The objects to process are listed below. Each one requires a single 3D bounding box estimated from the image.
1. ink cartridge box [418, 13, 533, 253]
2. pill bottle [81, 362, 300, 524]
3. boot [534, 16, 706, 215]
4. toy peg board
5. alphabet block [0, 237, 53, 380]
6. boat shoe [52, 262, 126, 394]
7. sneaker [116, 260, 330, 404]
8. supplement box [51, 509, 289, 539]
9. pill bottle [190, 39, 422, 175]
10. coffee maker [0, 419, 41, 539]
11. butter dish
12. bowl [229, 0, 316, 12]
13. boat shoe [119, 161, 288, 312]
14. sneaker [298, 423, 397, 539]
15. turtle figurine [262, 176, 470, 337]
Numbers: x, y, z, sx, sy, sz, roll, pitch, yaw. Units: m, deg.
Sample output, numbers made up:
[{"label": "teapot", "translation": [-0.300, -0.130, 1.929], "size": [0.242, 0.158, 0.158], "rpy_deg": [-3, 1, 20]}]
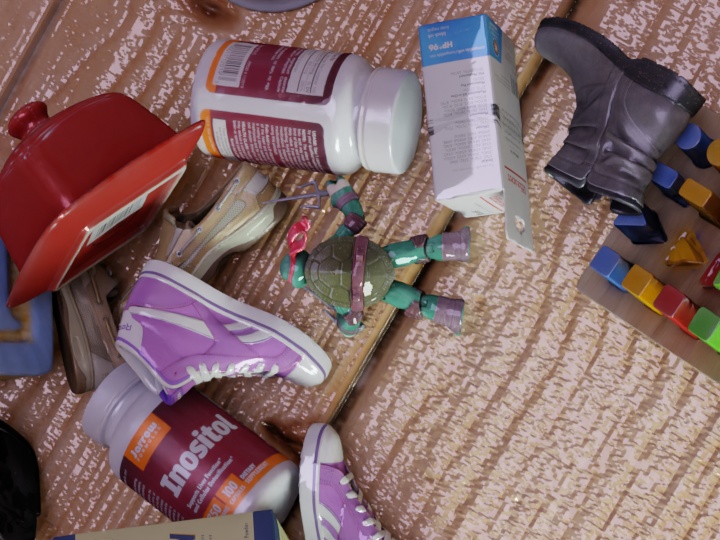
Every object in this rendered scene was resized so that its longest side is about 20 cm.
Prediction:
[{"label": "ink cartridge box", "translation": [0.106, -0.117, 1.574], "size": [0.067, 0.116, 0.203], "rpy_deg": [-8, 81, 17]}, {"label": "pill bottle", "translation": [-0.162, 0.176, 1.633], "size": [0.199, 0.113, 0.114], "rpy_deg": [34, 95, 18]}, {"label": "boot", "translation": [0.198, -0.138, 1.539], "size": [0.200, 0.070, 0.132], "rpy_deg": [36, 94, 46]}, {"label": "toy peg board", "translation": [0.297, -0.030, 1.481], "size": [0.199, 0.098, 0.201], "rpy_deg": [36, 93, 36]}, {"label": "alphabet block", "translation": [-0.431, 0.014, 1.666], "size": [0.198, 0.195, 0.198], "rpy_deg": [-10, 79, 38]}, {"label": "boat shoe", "translation": [-0.272, 0.024, 1.715], "size": [0.064, 0.071, 0.202], "rpy_deg": [-8, 71, -18]}, {"label": "sneaker", "translation": [-0.132, 0.086, 1.608], "size": [0.199, 0.073, 0.115], "rpy_deg": [25, 66, -9]}, {"label": "supplement box", "translation": [-0.150, 0.313, 1.520], "size": [0.197, 0.200, 0.136], "rpy_deg": [-8, 64, 5]}, {"label": "pill bottle", "translation": [-0.049, -0.151, 1.629], "size": [0.198, 0.114, 0.116], "rpy_deg": [9, 87, 18]}, {"label": "coffee maker", "translation": [-0.428, 0.214, 1.705], "size": [0.198, 0.135, 0.194], "rpy_deg": [-22, 78, 14]}, {"label": "butter dish", "translation": [-0.269, -0.092, 1.608], "size": [0.148, 0.200, 0.199], "rpy_deg": [50, 144, 5]}, {"label": "bowl", "translation": [-0.091, -0.358, 1.677], "size": [0.199, 0.090, 0.204], "rpy_deg": [-2, 85, 17]}, {"label": "boat shoe", "translation": [-0.165, -0.031, 1.664], "size": [0.200, 0.072, 0.076], "rpy_deg": [-40, 112, 10]}, {"label": "sneaker", "translation": [0.007, 0.238, 1.600], "size": [0.113, 0.073, 0.203], "rpy_deg": [-6, 93, 14]}, {"label": "turtle figurine", "translation": [0.000, 0.000, 1.601], "size": [0.197, 0.101, 0.151], "rpy_deg": [7, 111, 3]}]
